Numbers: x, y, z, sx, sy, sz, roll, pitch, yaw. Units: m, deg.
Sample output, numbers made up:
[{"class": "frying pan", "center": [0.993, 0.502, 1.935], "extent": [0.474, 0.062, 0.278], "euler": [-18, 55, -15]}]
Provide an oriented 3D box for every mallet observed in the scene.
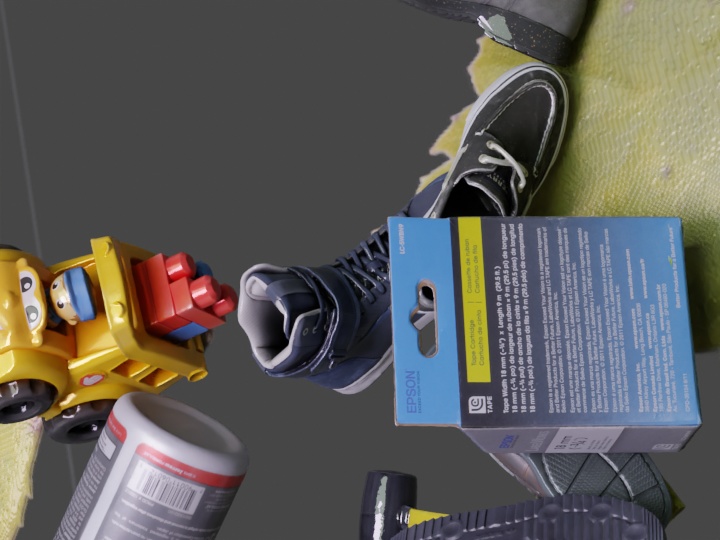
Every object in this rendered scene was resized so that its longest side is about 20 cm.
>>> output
[{"class": "mallet", "center": [0.072, 0.189, 1.357], "extent": [0.199, 0.041, 0.067], "euler": [11, 89, 46]}]

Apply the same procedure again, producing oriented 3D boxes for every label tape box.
[{"class": "label tape box", "center": [0.115, 0.042, 1.273], "extent": [0.198, 0.063, 0.146], "euler": [1, 69, -6]}]

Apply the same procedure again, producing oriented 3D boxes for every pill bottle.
[{"class": "pill bottle", "center": [-0.175, 0.206, 1.507], "extent": [0.115, 0.115, 0.201], "euler": [33, 102, 35]}]

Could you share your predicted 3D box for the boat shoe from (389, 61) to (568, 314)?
[{"class": "boat shoe", "center": [0.092, -0.057, 1.354], "extent": [0.201, 0.070, 0.064], "euler": [-61, 10, -8]}]

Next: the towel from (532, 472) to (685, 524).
[{"class": "towel", "center": [0.137, 0.114, 1.352], "extent": [0.086, 0.018, 0.201], "euler": [-48, 58, 21]}]

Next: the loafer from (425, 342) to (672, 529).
[{"class": "loafer", "center": [0.127, 0.118, 1.321], "extent": [0.199, 0.063, 0.072], "euler": [37, 73, 18]}]

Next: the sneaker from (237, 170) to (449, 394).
[{"class": "sneaker", "center": [0.001, 0.002, 1.395], "extent": [0.203, 0.146, 0.077], "euler": [-53, 55, 15]}]

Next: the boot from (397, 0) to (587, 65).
[{"class": "boot", "center": [0.085, -0.240, 1.387], "extent": [0.198, 0.068, 0.132], "euler": [22, 96, -1]}]

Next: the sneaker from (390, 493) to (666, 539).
[{"class": "sneaker", "center": [0.114, 0.199, 1.273], "extent": [0.198, 0.082, 0.071], "euler": [-9, 39, 28]}]

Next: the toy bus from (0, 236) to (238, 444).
[{"class": "toy bus", "center": [-0.201, 0.035, 1.512], "extent": [0.191, 0.200, 0.137], "euler": [-24, 66, 23]}]
